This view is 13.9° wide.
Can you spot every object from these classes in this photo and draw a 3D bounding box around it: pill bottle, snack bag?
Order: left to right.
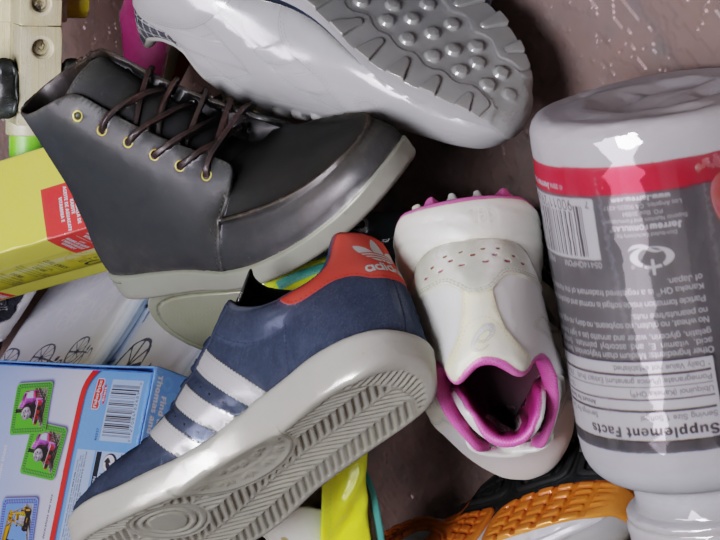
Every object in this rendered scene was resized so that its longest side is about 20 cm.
[{"bbox_3d":[-0.130,0.047,1.462,0.199,0.189,0.021,-14,125,48],"label":"snack bag"},{"bbox_3d":[0.137,0.025,1.214,0.110,0.110,0.201,3,109,46],"label":"pill bottle"}]

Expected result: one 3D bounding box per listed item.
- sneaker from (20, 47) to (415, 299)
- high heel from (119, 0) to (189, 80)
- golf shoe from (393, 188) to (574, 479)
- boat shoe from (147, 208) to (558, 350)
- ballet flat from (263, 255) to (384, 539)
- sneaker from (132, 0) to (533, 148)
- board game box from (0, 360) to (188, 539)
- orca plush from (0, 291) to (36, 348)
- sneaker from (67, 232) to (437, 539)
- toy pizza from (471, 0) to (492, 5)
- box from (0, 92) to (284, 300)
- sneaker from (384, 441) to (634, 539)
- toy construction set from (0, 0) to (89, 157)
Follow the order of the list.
[{"bbox_3d":[-0.071,-0.052,1.291,0.199,0.075,0.106,-15,117,46],"label":"sneaker"},{"bbox_3d":[-0.114,-0.175,1.413,0.096,0.067,0.201,14,107,8],"label":"high heel"},{"bbox_3d":[0.055,0.050,1.255,0.200,0.075,0.092,68,-168,-56],"label":"golf shoe"},{"bbox_3d":[-0.001,-0.001,1.349,0.198,0.066,0.075,-6,144,28],"label":"boat shoe"},{"bbox_3d":[-0.023,0.081,1.317,0.067,0.067,0.201,-125,32,-52],"label":"ballet flat"},{"bbox_3d":[-0.013,-0.099,1.304,0.199,0.076,0.081,29,132,20],"label":"sneaker"},{"bbox_3d":[-0.166,0.118,1.367,0.199,0.037,0.152,1,77,42],"label":"board game box"},{"bbox_3d":[-0.225,0.004,1.596,0.106,0.071,0.200,-67,15,-8],"label":"orca plush"},{"bbox_3d":[-0.049,0.053,1.237,0.200,0.075,0.085,-33,55,31],"label":"sneaker"},{"bbox_3d":[-0.018,-0.175,1.332,0.199,0.032,0.201,9,110,25],"label":"toy pizza"},{"bbox_3d":[-0.130,-0.032,1.443,0.199,0.075,0.050,-14,74,24],"label":"box"},{"bbox_3d":[0.072,0.148,1.380,0.092,0.076,0.200,50,137,-10],"label":"sneaker"},{"bbox_3d":[-0.162,-0.131,1.469,0.131,0.092,0.201,-154,50,-72],"label":"toy construction set"}]
